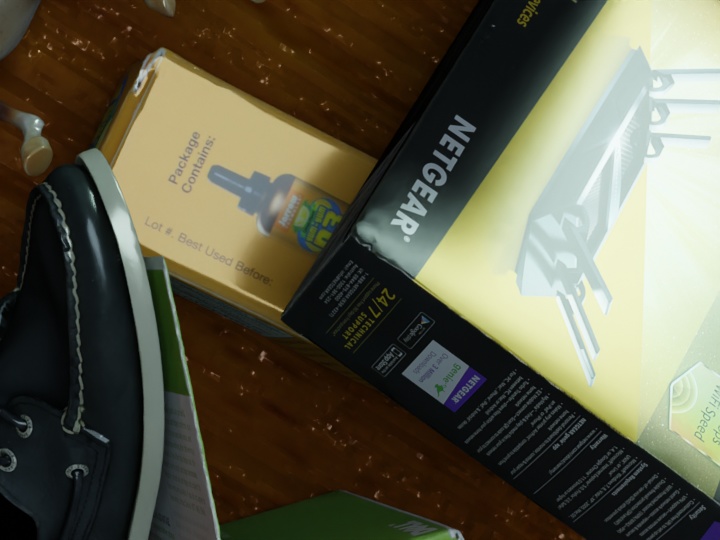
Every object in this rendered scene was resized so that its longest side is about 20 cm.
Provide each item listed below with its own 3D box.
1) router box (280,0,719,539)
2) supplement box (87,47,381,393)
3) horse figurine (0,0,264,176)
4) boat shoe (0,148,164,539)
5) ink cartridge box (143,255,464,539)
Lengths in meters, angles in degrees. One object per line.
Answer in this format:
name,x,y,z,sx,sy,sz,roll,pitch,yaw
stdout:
router box,0.085,-0.014,0.840,0.157,0.052,0.200,35,47,-5
supplement box,0.000,0.000,0.875,0.199,0.069,0.067,27,83,-14
horse figurine,-0.114,-0.085,0.835,0.200,0.132,0.050,-48,144,-8
boat shoe,-0.102,0.051,0.807,0.066,0.075,0.200,-10,137,-18
ink cartridge box,-0.021,0.085,0.827,0.075,0.148,0.201,-14,94,-14
